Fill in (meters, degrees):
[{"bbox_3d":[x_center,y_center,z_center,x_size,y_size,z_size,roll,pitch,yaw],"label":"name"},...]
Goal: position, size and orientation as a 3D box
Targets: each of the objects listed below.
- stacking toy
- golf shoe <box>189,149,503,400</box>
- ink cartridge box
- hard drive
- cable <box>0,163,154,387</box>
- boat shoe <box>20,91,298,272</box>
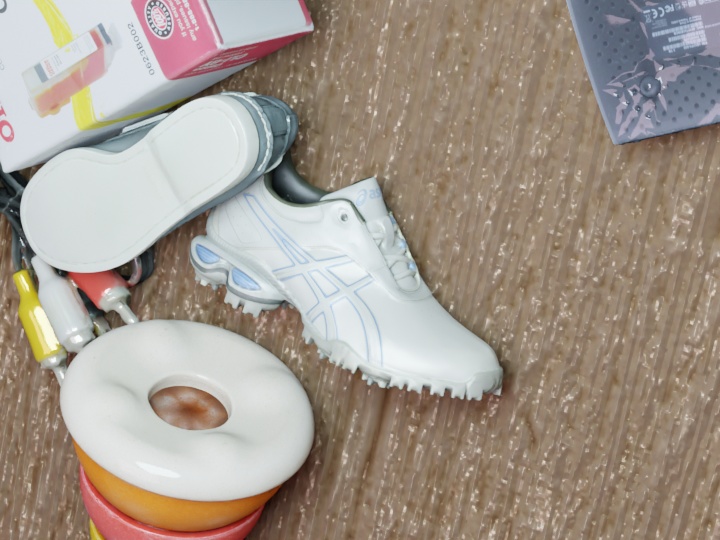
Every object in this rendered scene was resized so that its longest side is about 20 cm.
[{"bbox_3d":[-0.115,0.142,1.605,0.146,0.146,0.200,30,128,20],"label":"stacking toy"},{"bbox_3d":[0.000,0.000,1.531,0.200,0.078,0.097,29,107,19],"label":"golf shoe"},{"bbox_3d":[-0.143,-0.158,1.544,0.200,0.083,0.145,-25,87,42],"label":"ink cartridge box"},{"bbox_3d":[0.167,-0.175,1.420,0.135,0.042,0.200,-12,95,29],"label":"hard drive"},{"bbox_3d":[-0.199,-0.029,1.642,0.097,0.050,0.200,-43,80,24],"label":"cable"},{"bbox_3d":[-0.114,-0.051,1.564,0.200,0.062,0.073,-24,88,41],"label":"boat shoe"}]
